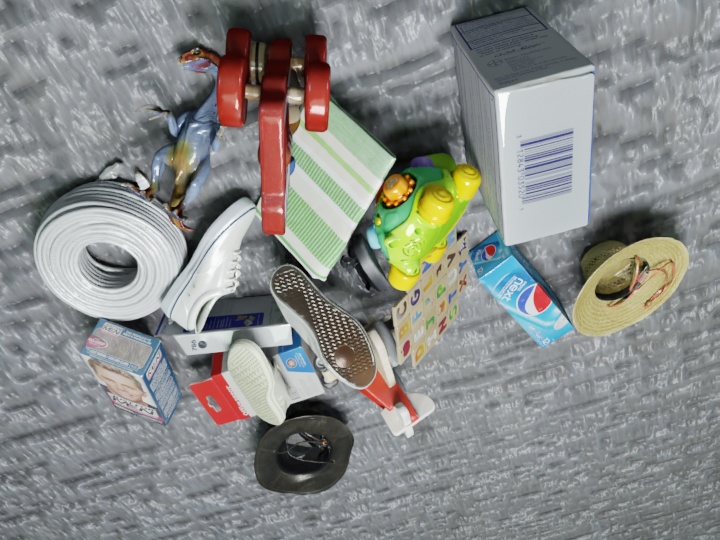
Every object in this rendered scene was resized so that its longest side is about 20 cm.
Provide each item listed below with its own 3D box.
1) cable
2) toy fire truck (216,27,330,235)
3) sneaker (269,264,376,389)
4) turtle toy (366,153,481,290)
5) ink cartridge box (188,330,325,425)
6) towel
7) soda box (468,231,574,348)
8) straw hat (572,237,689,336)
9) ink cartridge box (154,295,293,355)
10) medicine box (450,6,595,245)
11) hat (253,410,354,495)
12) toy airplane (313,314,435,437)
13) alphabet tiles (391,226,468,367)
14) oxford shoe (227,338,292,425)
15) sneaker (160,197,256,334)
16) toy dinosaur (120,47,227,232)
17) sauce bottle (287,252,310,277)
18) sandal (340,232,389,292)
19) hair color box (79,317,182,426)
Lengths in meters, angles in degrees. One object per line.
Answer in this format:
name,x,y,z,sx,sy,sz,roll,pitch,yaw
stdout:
cable,-0.335,-0.021,0.820,0.196,0.070,0.202,-25,126,12
toy fire truck,-0.092,-0.160,0.661,0.108,0.203,0.172,2,128,-7
sneaker,-0.051,0.075,0.834,0.072,0.085,0.202,-39,95,-13
turtle toy,0.076,-0.081,0.750,0.100,0.199,0.148,35,133,13
ink cartridge box,-0.167,0.170,0.988,0.194,0.068,0.118,-18,128,6
towel,-0.052,-0.106,0.763,0.023,0.153,0.202,-16,145,-52
soda box,0.252,0.032,0.936,0.064,0.069,0.199,-36,123,20
straw hat,0.388,0.002,0.920,0.195,0.086,0.205,-13,133,-13
ink cartridge box,-0.196,0.079,0.893,0.193,0.100,0.040,-4,115,-3
medicine box,0.180,-0.170,0.688,0.100,0.203,0.186,-12,129,4
hat,-0.107,0.315,1.101,0.194,0.082,0.206,-7,123,-11
toy airplane,0.038,0.156,0.934,0.200,0.199,0.142,48,68,-15
alphabet tiles,0.106,0.036,0.865,0.006,0.199,0.170,19,133,32
oxford shoe,-0.144,0.156,0.888,0.073,0.058,0.203,15,143,22
sneaker,-0.192,-0.004,0.825,0.070,0.073,0.202,37,103,4
toy dinosaur,-0.212,-0.163,0.727,0.103,0.200,0.185,27,78,-9
sauce bottle,-0.060,-0.052,0.837,0.063,0.066,0.202,19,126,-20
sandal,0.000,0.001,0.807,0.042,0.200,0.077,-29,87,-4
hair color box,-0.339,0.159,0.907,0.097,0.062,0.202,18,146,5
